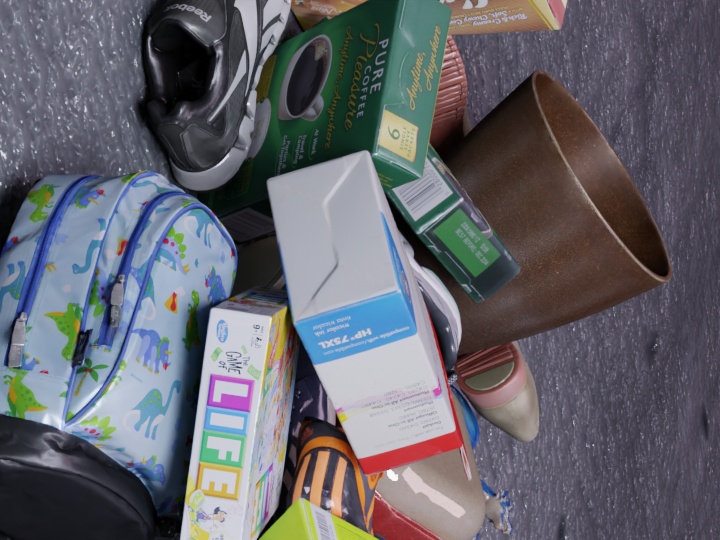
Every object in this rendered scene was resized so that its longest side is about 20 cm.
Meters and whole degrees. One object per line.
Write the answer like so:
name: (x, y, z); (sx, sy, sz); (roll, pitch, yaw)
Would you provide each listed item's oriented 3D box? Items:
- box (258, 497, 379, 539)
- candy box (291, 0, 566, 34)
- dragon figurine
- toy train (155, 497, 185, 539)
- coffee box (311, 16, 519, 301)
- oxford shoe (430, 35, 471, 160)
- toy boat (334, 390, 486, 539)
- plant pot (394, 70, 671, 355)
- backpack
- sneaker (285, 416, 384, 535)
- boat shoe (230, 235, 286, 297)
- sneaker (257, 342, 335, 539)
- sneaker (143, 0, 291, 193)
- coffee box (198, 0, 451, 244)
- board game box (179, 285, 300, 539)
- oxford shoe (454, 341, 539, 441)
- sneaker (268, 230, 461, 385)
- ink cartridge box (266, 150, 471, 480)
box: (-0.050, 0.234, 1.213); (0.121, 0.200, 0.048); (32, 23, -30)
candy box: (0.038, -0.220, 1.469); (0.116, 0.198, 0.056); (55, 41, -53)
dragon figurine: (0.056, 0.126, 1.654); (0.099, 0.059, 0.201); (18, 45, -64)
toy train: (-0.126, 0.200, 1.289); (0.046, 0.034, 0.202); (66, 31, -61)
coffee box: (0.029, -0.080, 1.478); (0.201, 0.044, 0.123); (55, 5, 35)
oxford shoe: (0.053, -0.131, 1.670); (0.074, 0.070, 0.202); (-96, 174, -64)
toy boat: (0.002, 0.137, 1.483); (0.130, 0.131, 0.201); (36, 24, -30)
plant pot: (0.106, -0.019, 1.594); (0.187, 0.199, 0.187); (48, 19, -23)
backpack: (-0.144, 0.042, 1.142); (0.163, 0.152, 0.202); (54, 27, -53)
sneaker: (-0.006, 0.165, 1.348); (0.201, 0.077, 0.113); (85, 14, -58)
boat shoe: (-0.084, 0.054, 1.326); (0.067, 0.074, 0.200); (65, 35, -27)
sneaker: (-0.068, 0.129, 1.369); (0.085, 0.074, 0.202); (45, 49, -64)
sneaker: (-0.094, -0.157, 1.329); (0.091, 0.066, 0.202); (50, 47, -59)
coffee box: (-0.027, -0.095, 1.326); (0.044, 0.199, 0.124); (25, 62, -31)
board game box: (-0.065, 0.083, 1.184); (0.200, 0.034, 0.136); (-41, 139, -85)
oxford shoe: (0.098, 0.070, 1.687); (0.074, 0.070, 0.201); (59, 9, -30)
sneaker: (0.000, 0.000, 1.398); (0.200, 0.078, 0.140); (41, 9, -12)
ink cartridge box: (0.008, 0.039, 1.255); (0.201, 0.067, 0.117); (68, 7, -48)
